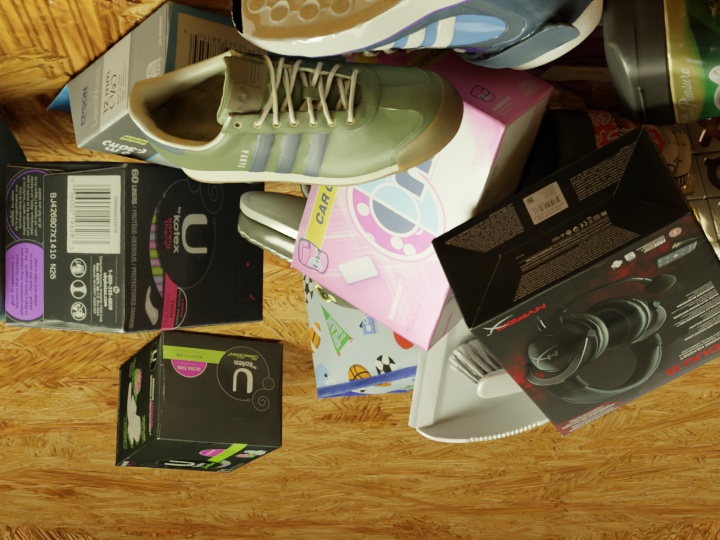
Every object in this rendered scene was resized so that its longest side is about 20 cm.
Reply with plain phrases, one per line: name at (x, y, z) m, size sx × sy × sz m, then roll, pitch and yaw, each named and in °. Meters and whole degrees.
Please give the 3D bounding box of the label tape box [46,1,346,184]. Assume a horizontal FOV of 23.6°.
label tape box at (-0.114, -0.107, 1.186) m, size 0.143 × 0.066 × 0.200 m, roll 10°, pitch 159°, yaw -31°

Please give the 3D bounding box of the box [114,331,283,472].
box at (-0.187, 0.155, 1.975) m, size 0.148 × 0.124 × 0.200 m, roll 6°, pitch 164°, yaw -20°

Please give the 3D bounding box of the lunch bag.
lunch bag at (0.055, 0.005, 1.364) m, size 0.124 × 0.170 × 0.200 m, roll -3°, pitch 169°, yaw -40°

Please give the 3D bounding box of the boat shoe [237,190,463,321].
boat shoe at (0.000, 0.001, 1.246) m, size 0.202 × 0.072 × 0.060 m, roll 21°, pitch 115°, yaw -10°

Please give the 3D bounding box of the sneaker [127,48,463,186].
sneaker at (-0.047, -0.093, 1.014) m, size 0.200 × 0.067 × 0.090 m, roll -4°, pitch 160°, yaw 28°

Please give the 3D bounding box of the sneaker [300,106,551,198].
sneaker at (0.029, -0.098, 1.214) m, size 0.201 × 0.067 × 0.108 m, roll -11°, pitch 160°, yaw 23°

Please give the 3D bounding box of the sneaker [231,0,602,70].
sneaker at (0.043, -0.148, 1.015) m, size 0.200 × 0.081 × 0.146 m, roll -14°, pitch 155°, yaw 24°

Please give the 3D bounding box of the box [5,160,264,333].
box at (-0.162, -0.019, 1.282) m, size 0.106 × 0.122 × 0.200 m, roll 2°, pitch -177°, yaw 26°

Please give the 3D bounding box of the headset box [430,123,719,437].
headset box at (0.155, 0.016, 1.090) m, size 0.149 × 0.077 × 0.200 m, roll -28°, pitch 144°, yaw 10°

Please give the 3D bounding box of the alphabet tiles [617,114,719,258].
alphabet tiles at (0.215, -0.033, 1.201) m, size 0.200 × 0.167 × 0.008 m, roll -5°, pitch -154°, yaw 34°

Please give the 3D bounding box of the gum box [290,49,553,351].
gum box at (0.034, -0.053, 1.110) m, size 0.113 × 0.066 × 0.200 m, roll 32°, pitch 131°, yaw 18°

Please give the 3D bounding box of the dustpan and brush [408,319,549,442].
dustpan and brush at (0.144, 0.067, 1.248) m, size 0.200 × 0.057 × 0.140 m, roll -9°, pitch 131°, yaw -21°

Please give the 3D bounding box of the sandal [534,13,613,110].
sandal at (0.162, -0.130, 1.127) m, size 0.202 × 0.050 × 0.082 m, roll 10°, pitch 161°, yaw -30°

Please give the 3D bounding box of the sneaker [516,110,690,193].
sneaker at (0.145, -0.046, 1.169) m, size 0.108 × 0.067 × 0.201 m, roll 3°, pitch 158°, yaw -18°

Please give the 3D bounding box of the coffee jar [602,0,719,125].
coffee jar at (0.245, -0.141, 1.023) m, size 0.200 × 0.085 × 0.104 m, roll -4°, pitch 156°, yaw 12°

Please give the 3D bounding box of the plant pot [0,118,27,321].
plant pot at (-0.345, -0.032, 1.241) m, size 0.196 × 0.196 × 0.200 m, roll -11°, pitch 168°, yaw 33°

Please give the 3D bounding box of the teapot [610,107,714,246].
teapot at (0.252, -0.038, 1.274) m, size 0.197 × 0.146 × 0.200 m, roll 4°, pitch 164°, yaw -11°
